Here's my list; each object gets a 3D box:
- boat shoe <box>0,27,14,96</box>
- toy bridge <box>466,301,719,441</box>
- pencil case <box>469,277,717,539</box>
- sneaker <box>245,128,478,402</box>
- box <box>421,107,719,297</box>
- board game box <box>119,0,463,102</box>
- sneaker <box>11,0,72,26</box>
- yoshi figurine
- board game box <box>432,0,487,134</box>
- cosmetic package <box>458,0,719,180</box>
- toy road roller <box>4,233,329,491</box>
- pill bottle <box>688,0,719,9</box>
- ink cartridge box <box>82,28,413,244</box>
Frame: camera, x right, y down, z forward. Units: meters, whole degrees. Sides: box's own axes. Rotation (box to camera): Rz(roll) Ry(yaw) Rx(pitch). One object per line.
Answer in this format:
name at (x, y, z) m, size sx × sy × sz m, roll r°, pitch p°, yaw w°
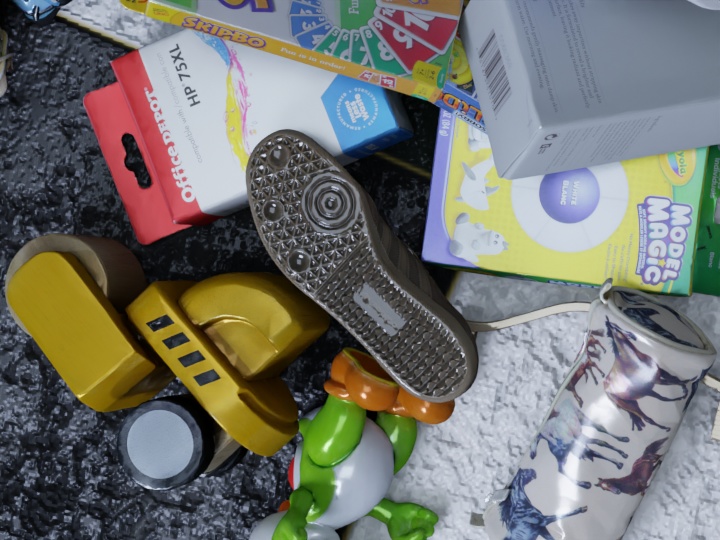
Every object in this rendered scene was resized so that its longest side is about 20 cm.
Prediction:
boat shoe at (-0.256, -0.138, 1.420) m, size 0.065 × 0.072 × 0.200 m, roll 26°, pitch 124°, yaw -7°
toy bridge at (0.155, 0.056, 1.393) m, size 0.200 × 0.027 × 0.067 m, roll 13°, pitch 93°, yaw 11°
pencil case at (0.144, 0.102, 1.344) m, size 0.089 × 0.078 × 0.200 m, roll 20°, pitch 114°, yaw -8°
sneaker at (0.000, 0.000, 1.367) m, size 0.070 × 0.076 × 0.200 m, roll -36°, pitch 86°, yaw 8°
box at (0.145, -0.048, 1.384) m, size 0.200 × 0.048 × 0.118 m, roll 7°, pitch 92°, yaw 9°
board game box at (-0.038, -0.173, 1.305) m, size 0.200 × 0.030 × 0.096 m, roll 15°, pitch 69°, yaw -4°
sneaker at (-0.189, -0.204, 1.439) m, size 0.200 × 0.078 × 0.090 m, roll 12°, pitch 109°, yaw 16°
yoshi figurine at (-0.011, 0.159, 1.389) m, size 0.112 × 0.112 × 0.200 m, roll 27°, pitch 99°, yaw 2°
board game box at (0.043, -0.182, 1.358) m, size 0.200 × 0.034 × 0.135 m, roll 31°, pitch 67°, yaw -1°
cosmetic package at (0.172, -0.131, 1.308) m, size 0.200 × 0.081 × 0.113 m, roll -8°, pitch 71°, yaw -18°
toy road roller at (-0.113, 0.035, 1.390) m, size 0.146 × 0.123 × 0.200 m, roll -42°, pitch 82°, yaw 9°
pill bottle at (0.147, -0.222, 1.230) m, size 0.112 × 0.112 × 0.200 m, roll -56°, pitch 44°, yaw 7°
ink cartridge box at (-0.081, -0.103, 1.411) m, size 0.200 × 0.067 × 0.116 m, roll -23°, pitch 86°, yaw 9°
